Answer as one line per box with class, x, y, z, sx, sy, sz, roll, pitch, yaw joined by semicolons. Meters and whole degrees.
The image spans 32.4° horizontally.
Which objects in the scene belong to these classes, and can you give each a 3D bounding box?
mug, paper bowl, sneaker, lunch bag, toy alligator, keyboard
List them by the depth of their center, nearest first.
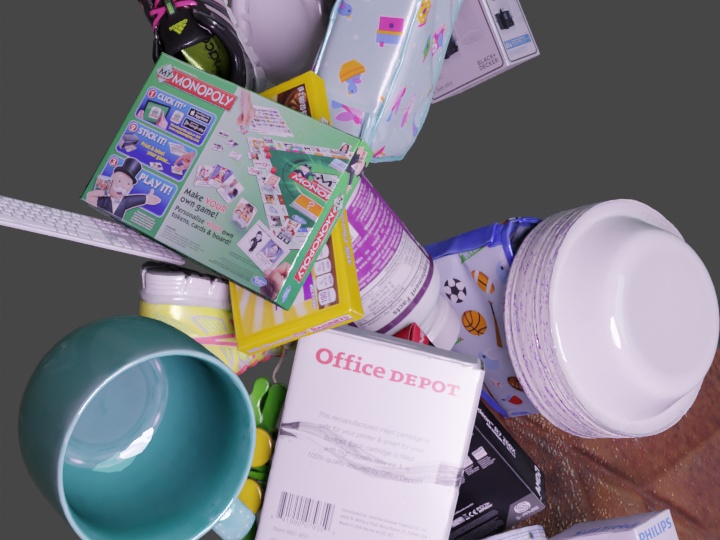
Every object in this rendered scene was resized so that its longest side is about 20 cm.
mug;-0.164;0.124;0.887;0.151;0.114;0.187;-19;117;-30
keyboard;-0.227;-0.035;0.935;0.198;0.056;0.011;13;102;-39
toy alligator;-0.091;0.126;0.983;0.054;0.059;0.203;11;90;1
sneaker;-0.105;0.054;1.009;0.199;0.078;0.091;15;89;-42
sneaker;-0.147;-0.213;1.029;0.201;0.073;0.088;60;14;-15
lunch bag;0.030;-0.192;1.036;0.202;0.076;0.160;-70;164;10
paper bowl;0.225;0.040;1.055;0.199;0.104;0.203;5;80;-33
lunch bag;0.148;0.034;1.166;0.200;0.169;0.125;41;57;-22

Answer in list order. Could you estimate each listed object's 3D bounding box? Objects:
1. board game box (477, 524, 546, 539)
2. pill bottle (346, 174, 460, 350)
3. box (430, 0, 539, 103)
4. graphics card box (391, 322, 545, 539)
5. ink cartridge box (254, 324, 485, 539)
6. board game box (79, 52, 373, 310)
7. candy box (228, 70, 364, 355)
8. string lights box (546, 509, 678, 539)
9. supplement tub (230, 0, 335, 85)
board game box;0.070;0.288;1.027;0.062;0.198;0.202;44;27;-70
pill bottle;0.000;0.000;1.079;0.200;0.111;0.113;49;50;-28
box;0.089;-0.286;1.253;0.060;0.116;0.202;-26;93;-43
graphics card box;0.056;0.154;1.074;0.200;0.125;0.051;49;23;-17
ink cartridge box;0.007;0.152;0.966;0.143;0.084;0.203;13;93;5
board game box;-0.104;-0.071;0.939;0.136;0.199;0.029;-60;153;-7
candy box;-0.060;-0.045;0.949;0.026;0.101;0.202;26;49;-56
string lights box;0.233;0.310;1.030;0.059;0.102;0.202;-12;83;-43
supplement tub;-0.014;-0.252;1.145;0.199;0.122;0.124;-33;99;-43
